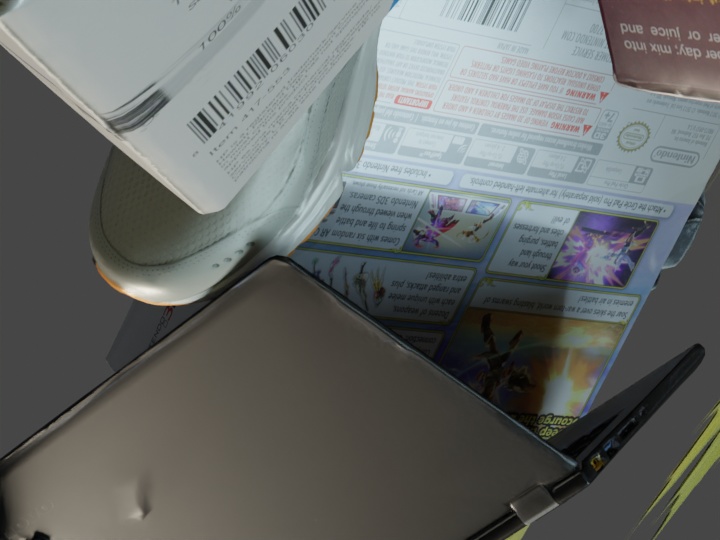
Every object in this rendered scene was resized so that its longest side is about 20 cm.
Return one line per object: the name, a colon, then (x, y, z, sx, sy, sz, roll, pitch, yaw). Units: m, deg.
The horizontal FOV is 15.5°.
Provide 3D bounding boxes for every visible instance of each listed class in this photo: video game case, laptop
video game case: (0.032, -0.028, 0.901, 0.199, 0.045, 0.182, 7, 116, -44)
laptop: (-0.014, 0.059, 0.890, 0.187, 0.116, 0.200, -35, 180, 30)

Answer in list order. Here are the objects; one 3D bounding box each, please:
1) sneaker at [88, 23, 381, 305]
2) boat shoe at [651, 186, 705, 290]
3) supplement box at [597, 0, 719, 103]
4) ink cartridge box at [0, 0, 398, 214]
sneaker: (-0.025, -0.082, 0.750, 0.200, 0.076, 0.092, -57, 156, 6)
boat shoe: (0.092, -0.004, 1.137, 0.071, 0.091, 0.201, -54, -169, 55)
supplement box: (0.123, -0.161, 0.715, 0.131, 0.103, 0.201, -39, 126, -37)
ink cartridge box: (-0.034, -0.107, 0.582, 0.147, 0.086, 0.200, -50, 166, -2)
